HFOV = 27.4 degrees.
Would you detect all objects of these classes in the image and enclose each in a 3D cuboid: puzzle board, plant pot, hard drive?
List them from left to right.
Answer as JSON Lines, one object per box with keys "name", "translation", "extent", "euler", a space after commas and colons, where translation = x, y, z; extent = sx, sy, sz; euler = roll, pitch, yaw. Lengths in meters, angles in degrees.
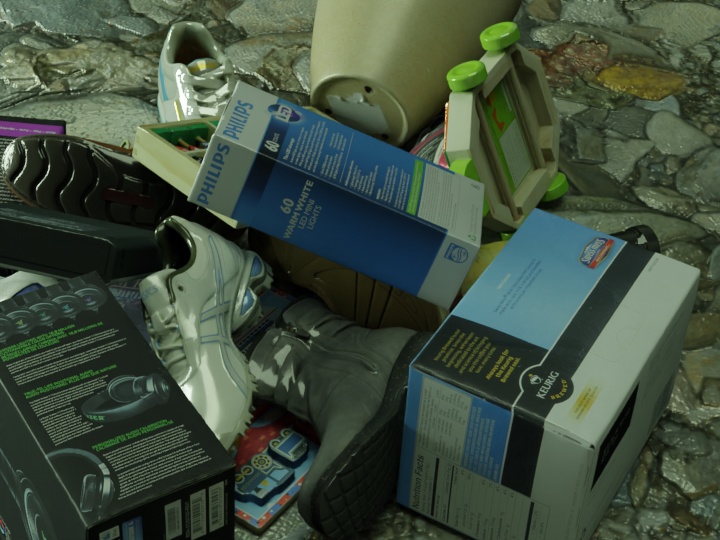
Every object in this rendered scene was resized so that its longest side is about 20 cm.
{"name": "hard drive", "translation": [-0.214, -0.021, 1.030], "extent": [0.138, 0.033, 0.200], "euler": [11, 3, 4]}
{"name": "puzzle board", "translation": [-0.070, 0.089, 1.061], "extent": [0.150, 0.018, 0.200], "euler": [26, 44, 24]}
{"name": "plant pot", "translation": [0.031, -0.205, 1.319], "extent": [0.185, 0.188, 0.201], "euler": [14, 54, 12]}

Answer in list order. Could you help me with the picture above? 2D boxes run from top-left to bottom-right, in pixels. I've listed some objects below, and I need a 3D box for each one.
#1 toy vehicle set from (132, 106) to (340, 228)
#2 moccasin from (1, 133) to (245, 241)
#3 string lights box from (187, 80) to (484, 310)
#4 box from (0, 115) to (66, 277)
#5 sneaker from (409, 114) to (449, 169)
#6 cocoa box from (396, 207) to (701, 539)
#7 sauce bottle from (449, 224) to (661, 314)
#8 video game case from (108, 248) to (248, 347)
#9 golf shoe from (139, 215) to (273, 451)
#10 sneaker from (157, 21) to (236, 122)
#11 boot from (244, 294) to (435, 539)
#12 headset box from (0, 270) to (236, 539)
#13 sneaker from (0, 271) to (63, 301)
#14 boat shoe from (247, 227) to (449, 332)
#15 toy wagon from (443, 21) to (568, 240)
{"name": "toy vehicle set", "translation": [-0.066, -0.085, 1.169], "extent": [0.124, 0.027, 0.199], "euler": [33, 29, 31]}
{"name": "moccasin", "translation": [-0.185, -0.067, 1.178], "extent": [0.199, 0.075, 0.078], "euler": [6, 3, -3]}
{"name": "string lights box", "translation": [-0.013, -0.056, 1.055], "extent": [0.198, 0.059, 0.103], "euler": [23, 29, -5]}
{"name": "box", "translation": [-0.330, -0.060, 1.201], "extent": [0.141, 0.036, 0.201], "euler": [6, 39, 1]}
{"name": "sneaker", "translation": [0.094, -0.117, 1.279], "extent": [0.074, 0.081, 0.200], "euler": [-3, 24, 34]}
{"name": "cocoa box", "translation": [0.127, 0.077, 1.000], "extent": [0.130, 0.134, 0.200], "euler": [22, 43, 21]}
{"name": "sauce bottle", "translation": [0.139, 0.002, 1.146], "extent": [0.198, 0.066, 0.066], "euler": [-13, 43, -17]}
{"name": "video game case", "translation": [-0.180, 0.041, 1.093], "extent": [0.141, 0.019, 0.201], "euler": [7, 40, 15]}
{"name": "golf shoe", "translation": [-0.120, 0.050, 0.994], "extent": [0.078, 0.097, 0.201], "euler": [-30, 38, 28]}
{"name": "sneaker", "translation": [-0.134, -0.132, 1.269], "extent": [0.076, 0.081, 0.201], "euler": [-11, 46, -19]}
{"name": "boot", "translation": [-0.030, 0.097, 1.004], "extent": [0.130, 0.070, 0.200], "euler": [13, 33, 20]}
{"name": "headset box", "translation": [-0.159, 0.126, 0.884], "extent": [0.092, 0.175, 0.200], "euler": [-19, 46, -26]}
{"name": "sneaker", "translation": [-0.282, 0.050, 1.026], "extent": [0.198, 0.081, 0.115], "euler": [14, 45, 36]}
{"name": "boat shoe", "translation": [0.000, 0.000, 1.130], "extent": [0.199, 0.073, 0.065], "euler": [28, 25, 37]}
{"name": "toy wagon", "translation": [0.110, -0.100, 1.200], "extent": [0.039, 0.156, 0.200], "euler": [-3, 32, 35]}
